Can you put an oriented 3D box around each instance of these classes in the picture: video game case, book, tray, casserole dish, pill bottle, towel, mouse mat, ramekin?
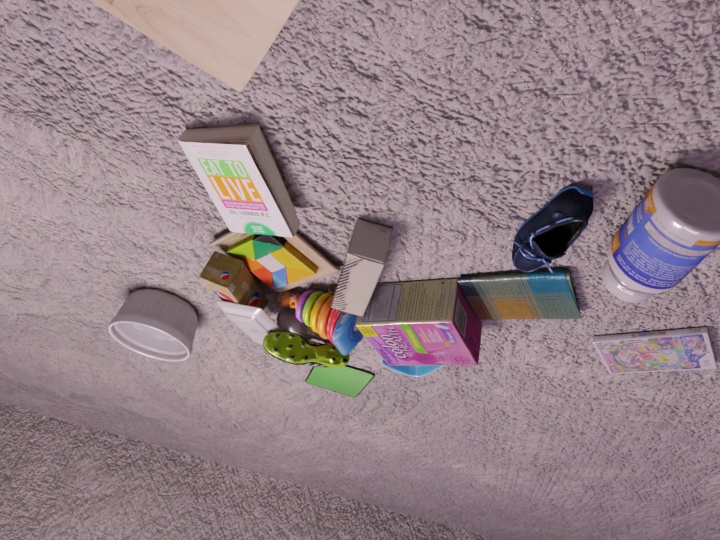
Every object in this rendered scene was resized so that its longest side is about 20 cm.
[{"bbox_3d":[0.577,0.161,1.158,0.199,0.018,0.143,-10,140,32],"label":"video game case"},{"bbox_3d":[-0.191,-0.139,0.948,0.133,0.048,0.200,5,142,24],"label":"book"},{"bbox_3d":[-0.218,0.120,1.240,0.107,0.022,0.200,7,155,20],"label":"tray"},{"bbox_3d":[0.129,0.191,1.353,0.121,0.039,0.200,23,147,-15],"label":"casserole dish"},{"bbox_3d":[0.419,-0.038,0.824,0.112,0.112,0.200,13,148,1],"label":"pill bottle"},{"bbox_3d":[0.295,0.047,1.089,0.199,0.022,0.147,-3,143,28],"label":"towel"},{"bbox_3d":[-0.060,0.296,1.616,0.160,0.008,0.200,18,146,-7],"label":"mouse mat"},{"bbox_3d":[-0.492,0.130,1.429,0.199,0.105,0.200,10,147,7],"label":"ramekin"}]

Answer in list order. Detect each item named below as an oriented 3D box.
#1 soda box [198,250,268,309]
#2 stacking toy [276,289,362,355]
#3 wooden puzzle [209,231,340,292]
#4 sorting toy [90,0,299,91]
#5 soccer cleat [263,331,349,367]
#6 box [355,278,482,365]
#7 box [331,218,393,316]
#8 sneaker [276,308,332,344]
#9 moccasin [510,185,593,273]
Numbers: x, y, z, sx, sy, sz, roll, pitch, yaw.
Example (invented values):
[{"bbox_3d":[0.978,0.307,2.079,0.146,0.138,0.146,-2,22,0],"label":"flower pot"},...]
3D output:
[{"bbox_3d":[-0.254,0.041,1.206,0.068,0.064,0.200,20,157,16],"label":"soda box"},{"bbox_3d":[-0.091,0.081,1.221,0.199,0.116,0.110,20,157,24],"label":"stacking toy"},{"bbox_3d":[-0.166,-0.023,1.136,0.185,0.037,0.200,-20,135,41],"label":"wooden puzzle"},{"bbox_3d":[-0.170,-0.327,0.638,0.200,0.070,0.199,28,145,-21],"label":"sorting toy"},{"bbox_3d":[-0.119,0.177,1.254,0.199,0.068,0.081,15,154,-25],"label":"soccer cleat"},{"bbox_3d":[0.120,0.109,1.175,0.199,0.097,0.176,-4,144,26],"label":"box"},{"bbox_3d":[0.000,0.000,1.069,0.068,0.082,0.200,16,146,-2],"label":"box"},{"bbox_3d":[-0.076,0.118,1.288,0.199,0.075,0.115,23,146,-24],"label":"sneaker"},{"bbox_3d":[0.281,-0.048,0.899,0.080,0.068,0.200,14,148,-1],"label":"moccasin"}]
